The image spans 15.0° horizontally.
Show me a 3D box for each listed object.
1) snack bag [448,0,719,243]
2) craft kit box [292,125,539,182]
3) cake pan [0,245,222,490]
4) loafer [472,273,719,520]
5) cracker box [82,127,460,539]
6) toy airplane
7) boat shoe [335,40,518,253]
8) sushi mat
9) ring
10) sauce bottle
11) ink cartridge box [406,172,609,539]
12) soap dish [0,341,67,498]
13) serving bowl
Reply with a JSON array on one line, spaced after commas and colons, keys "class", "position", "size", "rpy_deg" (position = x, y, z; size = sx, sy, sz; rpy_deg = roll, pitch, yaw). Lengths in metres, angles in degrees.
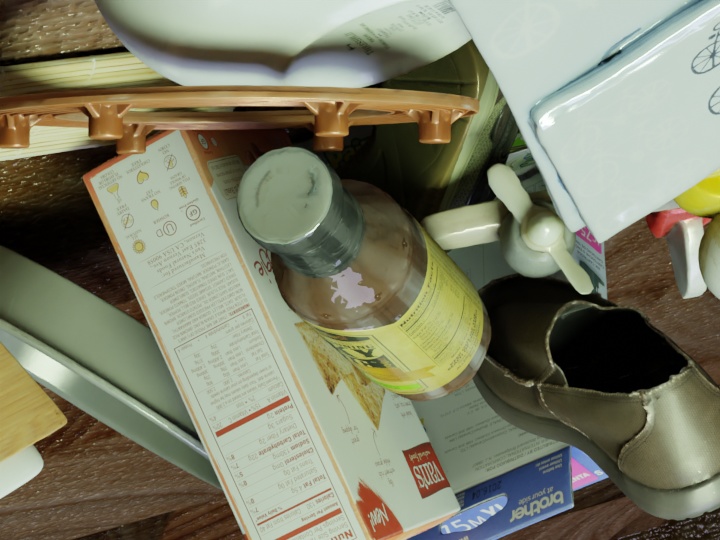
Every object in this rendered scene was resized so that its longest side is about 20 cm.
[{"class": "snack bag", "position": [0.138, -0.104, 1.039], "size": [0.188, 0.021, 0.200], "rpy_deg": [-30, 147, 2]}, {"class": "craft kit box", "position": [0.028, -0.036, 1.413], "size": [0.196, 0.049, 0.200], "rpy_deg": [-15, 166, -3]}, {"class": "cake pan", "position": [-0.120, 0.045, 1.297], "size": [0.037, 0.200, 0.200], "rpy_deg": [-59, 170, -9]}, {"class": "loafer", "position": [0.105, 0.036, 1.198], "size": [0.073, 0.071, 0.200], "rpy_deg": [-30, -150, -18]}, {"class": "cracker box", "position": [-0.036, 0.035, 1.220], "size": [0.057, 0.201, 0.134], "rpy_deg": [-26, 174, 17]}, {"class": "toy airplane", "position": [0.154, -0.039, 1.213], "size": [0.199, 0.142, 0.200], "rpy_deg": [18, 135, -43]}, {"class": "boat shoe", "position": [0.034, -0.044, 1.263], "size": [0.066, 0.072, 0.201], "rpy_deg": [-17, 147, -33]}, {"class": "sushi mat", "position": [-0.131, -0.067, 1.146], "size": [0.199, 0.012, 0.096], "rpy_deg": [-10, 165, -32]}, {"class": "ring", "position": [-0.053, -0.057, 1.064], "size": [0.199, 0.019, 0.200], "rpy_deg": [0, 180, 0]}, {"class": "sauce bottle", "position": [0.000, 0.000, 1.137], "size": [0.064, 0.065, 0.200], "rpy_deg": [-21, 155, 12]}, {"class": "ink cartridge box", "position": [0.064, 0.054, 1.324], "size": [0.119, 0.201, 0.042], "rpy_deg": [-26, 133, 32]}, {"class": "soap dish", "position": [-0.258, 0.083, 1.238], "size": [0.200, 0.082, 0.157], "rpy_deg": [-30, -154, -34]}, {"class": "serving bowl", "position": [0.000, -0.114, 1.022], "size": [0.199, 0.066, 0.200], "rpy_deg": [-18, 166, -5]}]
